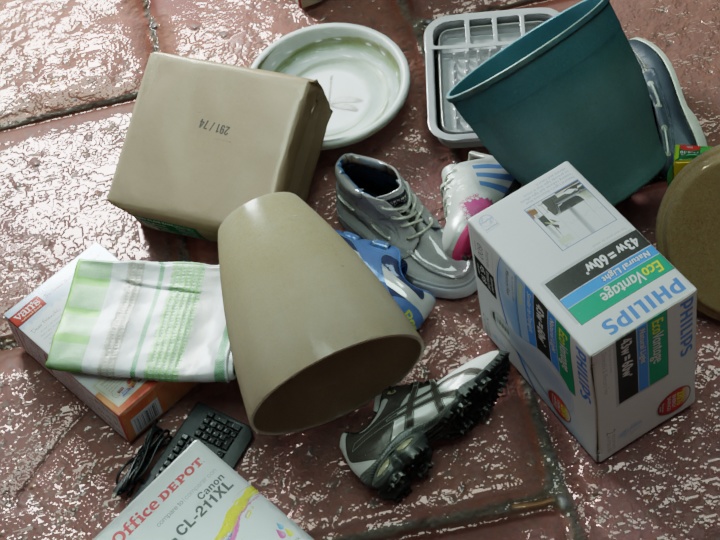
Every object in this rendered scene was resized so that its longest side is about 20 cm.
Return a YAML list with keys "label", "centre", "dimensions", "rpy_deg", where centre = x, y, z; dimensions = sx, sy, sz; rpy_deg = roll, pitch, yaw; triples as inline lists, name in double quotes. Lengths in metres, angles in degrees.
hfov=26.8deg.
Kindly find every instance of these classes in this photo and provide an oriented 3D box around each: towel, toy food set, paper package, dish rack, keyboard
- label: "towel"
  centre: [-0.214, 0.047, 1.566]
  dimensions: [0.199, 0.031, 0.150]
  rpy_deg: [3, 50, 8]
- label: "toy food set"
  centre: [0.398, -0.041, 1.522]
  dimensions: [0.199, 0.199, 0.049]
  rpy_deg: [-1, 15, 15]
- label: "paper package"
  centre: [-0.154, -0.129, 1.680]
  dimensions: [0.199, 0.103, 0.192]
  rpy_deg: [12, 79, 16]
- label: "dish rack"
  centre: [0.162, -0.220, 1.772]
  dimensions: [0.171, 0.044, 0.201]
  rpy_deg: [-4, 53, 5]
- label: "keyboard"
  centre: [-0.198, 0.212, 1.504]
  dimensions: [0.104, 0.040, 0.200]
  rpy_deg: [20, 58, 21]

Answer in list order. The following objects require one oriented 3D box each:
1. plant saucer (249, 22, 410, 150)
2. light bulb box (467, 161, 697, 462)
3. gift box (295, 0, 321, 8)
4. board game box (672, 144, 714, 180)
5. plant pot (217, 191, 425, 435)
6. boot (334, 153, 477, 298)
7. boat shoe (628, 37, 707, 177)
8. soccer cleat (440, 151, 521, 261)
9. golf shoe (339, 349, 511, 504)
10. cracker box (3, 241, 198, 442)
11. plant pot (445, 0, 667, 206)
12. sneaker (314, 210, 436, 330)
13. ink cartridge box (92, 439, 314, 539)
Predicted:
- label: "plant saucer"
  centre: [-0.038, -0.208, 1.790]
  dimensions: [0.199, 0.050, 0.201]
  rpy_deg: [-4, 53, 5]
- label: "light bulb box"
  centre: [0.216, 0.041, 1.467]
  dimensions: [0.124, 0.199, 0.200]
  rpy_deg: [-31, 53, -12]
- label: "gift box"
  centre: [-0.052, -0.456, 1.897]
  dimensions: [0.186, 0.185, 0.200]
  rpy_deg: [-23, 47, -11]
- label: "board game box"
  centre: [0.428, -0.077, 1.584]
  dimensions: [0.199, 0.102, 0.048]
  rpy_deg: [4, 55, 12]
- label: "plant pot"
  centre: [-0.063, 0.030, 1.498]
  dimensions: [0.186, 0.188, 0.201]
  rpy_deg: [-24, 68, -9]
- label: "boot"
  centre: [0.046, -0.051, 1.628]
  dimensions: [0.200, 0.096, 0.074]
  rpy_deg: [32, 64, 28]
- label: "boat shoe"
  centre: [0.323, -0.183, 1.700]
  dimensions: [0.061, 0.075, 0.201]
  rpy_deg: [-8, 59, -18]
- label: "soccer cleat"
  centre: [0.112, -0.071, 1.616]
  dimensions: [0.086, 0.070, 0.200]
  rpy_deg: [29, 31, 11]
- label: "golf shoe"
  centre: [0.064, 0.133, 1.499]
  dimensions: [0.200, 0.078, 0.094]
  rpy_deg: [-40, 57, -21]
- label: "cracker box"
  centre: [-0.264, 0.073, 1.608]
  dimensions: [0.200, 0.058, 0.134]
  rpy_deg: [36, 64, 29]
- label: "plant pot"
  centre: [0.225, -0.161, 1.606]
  dimensions: [0.200, 0.200, 0.188]
  rpy_deg: [-38, 100, -19]
- label: "sneaker"
  centre: [0.000, 0.000, 1.615]
  dimensions: [0.082, 0.074, 0.200]
  rpy_deg: [-34, 64, -16]
- label: "ink cartridge box"
  centre: [-0.130, 0.279, 1.401]
  dimensions: [0.200, 0.083, 0.146]
  rpy_deg: [37, 66, 22]
